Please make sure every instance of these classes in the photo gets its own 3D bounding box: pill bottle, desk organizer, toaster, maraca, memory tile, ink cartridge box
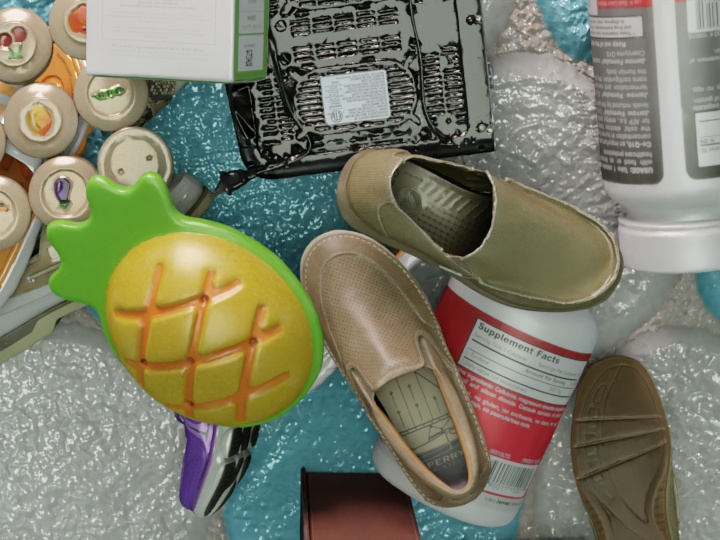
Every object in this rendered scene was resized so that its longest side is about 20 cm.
[{"bbox_3d":[0.216,-0.106,1.327,0.113,0.114,0.202,-5,100,0],"label":"pill bottle"},{"bbox_3d":[-0.002,0.195,1.335,0.076,0.200,0.072,1,100,-3],"label":"desk organizer"},{"bbox_3d":[-0.011,-0.158,1.313,0.198,0.119,0.182,-8,99,1],"label":"toaster"},{"bbox_3d":[0.095,0.065,1.357,0.112,0.112,0.201,24,99,-5],"label":"pill bottle"},{"bbox_3d":[-0.114,0.021,1.280,0.200,0.107,0.137,41,112,-9],"label":"maraca"},{"bbox_3d":[-0.233,-0.092,1.288,0.199,0.017,0.154,-18,90,-2],"label":"memory tile"},{"bbox_3d":[-0.113,-0.220,1.223,0.103,0.059,0.202,5,100,20],"label":"ink cartridge box"}]

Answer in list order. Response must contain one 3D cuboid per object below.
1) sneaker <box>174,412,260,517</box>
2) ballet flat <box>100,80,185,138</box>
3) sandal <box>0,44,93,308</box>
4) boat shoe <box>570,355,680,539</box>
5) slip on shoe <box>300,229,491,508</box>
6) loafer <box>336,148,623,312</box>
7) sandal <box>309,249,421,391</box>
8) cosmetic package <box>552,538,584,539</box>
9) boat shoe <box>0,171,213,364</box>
[{"bbox_3d":[-0.114,0.072,1.387,0.083,0.081,0.202,2,91,12],"label":"sneaker"},{"bbox_3d":[-0.132,-0.177,1.327,0.075,0.068,0.201,-4,119,-22],"label":"ballet flat"},{"bbox_3d":[-0.240,-0.068,1.324,0.079,0.059,0.208,13,81,26],"label":"sandal"},{"bbox_3d":[0.191,0.162,1.401,0.071,0.065,0.202,-7,82,9],"label":"boat shoe"},{"bbox_3d":[0.023,0.063,1.280,0.076,0.061,0.201,-25,86,2],"label":"slip on shoe"},{"bbox_3d":[0.082,-0.023,1.253,0.199,0.067,0.077,16,85,-14],"label":"loafer"},{"bbox_3d":[0.000,-0.001,1.360,0.059,0.079,0.207,39,91,-1],"label":"sandal"},{"bbox_3d":[0.119,0.301,1.419,0.101,0.071,0.202,-1,100,-1],"label":"cosmetic package"},{"bbox_3d":[-0.197,-0.014,1.359,0.199,0.075,0.069,-34,103,5],"label":"boat shoe"}]
